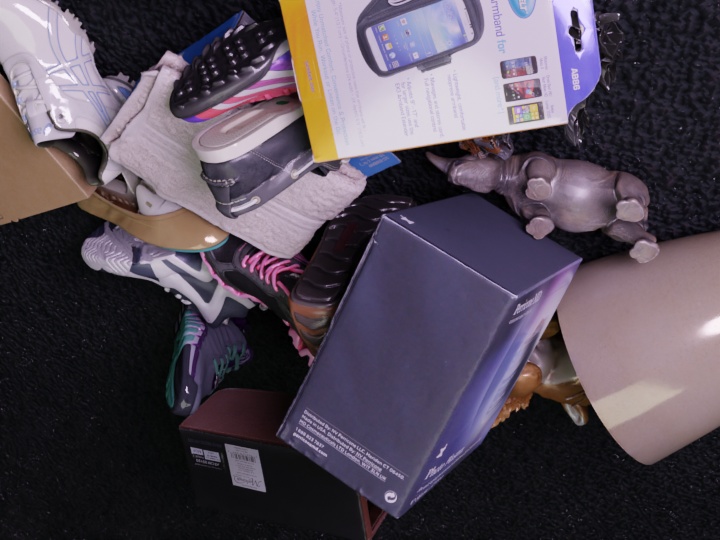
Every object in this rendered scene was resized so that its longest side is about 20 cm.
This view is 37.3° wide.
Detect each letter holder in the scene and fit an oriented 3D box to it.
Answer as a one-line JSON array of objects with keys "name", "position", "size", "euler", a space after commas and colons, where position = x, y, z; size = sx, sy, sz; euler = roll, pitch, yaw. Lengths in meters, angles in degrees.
[{"name": "letter holder", "position": [-0.056, 0.176, 1.087], "size": [0.200, 0.142, 0.101], "euler": [5, 119, 27]}]

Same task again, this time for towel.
[{"name": "towel", "position": [-0.107, -0.088, 0.878], "size": [0.200, 0.035, 0.133], "euler": [30, 142, -18]}]

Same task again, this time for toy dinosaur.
[{"name": "toy dinosaur", "position": [0.110, -0.153, 0.776], "size": [0.136, 0.102, 0.200], "euler": [20, 163, 20]}]

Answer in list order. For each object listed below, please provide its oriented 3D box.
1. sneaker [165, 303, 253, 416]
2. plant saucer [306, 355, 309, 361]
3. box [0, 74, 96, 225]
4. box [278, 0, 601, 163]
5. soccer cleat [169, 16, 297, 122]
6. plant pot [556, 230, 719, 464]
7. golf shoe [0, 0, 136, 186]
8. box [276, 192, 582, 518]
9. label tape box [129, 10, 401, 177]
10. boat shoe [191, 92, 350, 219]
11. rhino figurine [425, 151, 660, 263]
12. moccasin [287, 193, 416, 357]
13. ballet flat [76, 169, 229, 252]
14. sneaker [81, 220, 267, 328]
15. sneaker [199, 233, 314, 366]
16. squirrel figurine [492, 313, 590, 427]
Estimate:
[{"name": "sneaker", "position": [-0.153, 0.089, 1.128], "size": [0.087, 0.200, 0.074], "euler": [16, 115, -13]}, {"name": "plant saucer", "position": [-0.007, 0.075, 1.099], "size": [0.200, 0.036, 0.200], "euler": [43, 151, 31]}, {"name": "box", "position": [-0.356, -0.131, 0.988], "size": [0.163, 0.021, 0.200], "euler": [-10, 127, 41]}, {"name": "box", "position": [0.055, -0.147, 0.711], "size": [0.200, 0.041, 0.119], "euler": [-8, 109, 11]}, {"name": "soccer cleat", "position": [-0.046, -0.156, 0.786], "size": [0.200, 0.068, 0.073], "euler": [-32, 134, 4]}, {"name": "plant pot", "position": [0.301, 0.044, 0.911], "size": [0.200, 0.187, 0.187], "euler": [-27, 128, 26]}, {"name": "golf shoe", "position": [-0.261, -0.156, 0.901], "size": [0.078, 0.097, 0.200], "euler": [-16, 132, 39]}, {"name": "box", "position": [0.061, 0.058, 0.847], "size": [0.123, 0.200, 0.199], "euler": [31, 110, 17]}, {"name": "label tape box", "position": [-0.085, -0.110, 0.924], "size": [0.144, 0.063, 0.200], "euler": [-21, 130, 41]}, {"name": "boat shoe", "position": [-0.033, -0.108, 0.814], "size": [0.072, 0.200, 0.068], "euler": [21, 136, 52]}, {"name": "rhino figurine", "position": [0.149, -0.067, 0.881], "size": [0.200, 0.087, 0.060], "euler": [15, 117, 1]}, {"name": "moccasin", "position": [0.002, 0.000, 0.923], "size": [0.074, 0.201, 0.078], "euler": [4, 127, 16]}, {"name": "ballet flat", "position": [-0.203, -0.067, 0.987], "size": [0.200, 0.069, 0.063], "euler": [17, 135, 35]}, {"name": "sneaker", "position": [-0.182, 0.010, 1.106], "size": [0.199, 0.080, 0.130], "euler": [-5, 132, 10]}, {"name": "sneaker", "position": [-0.068, 0.009, 0.976], "size": [0.200, 0.079, 0.095], "euler": [40, 165, 6]}, {"name": "squirrel figurine", "position": [0.150, 0.089, 1.074], "size": [0.186, 0.142, 0.200], "euler": [13, 160, -14]}]
